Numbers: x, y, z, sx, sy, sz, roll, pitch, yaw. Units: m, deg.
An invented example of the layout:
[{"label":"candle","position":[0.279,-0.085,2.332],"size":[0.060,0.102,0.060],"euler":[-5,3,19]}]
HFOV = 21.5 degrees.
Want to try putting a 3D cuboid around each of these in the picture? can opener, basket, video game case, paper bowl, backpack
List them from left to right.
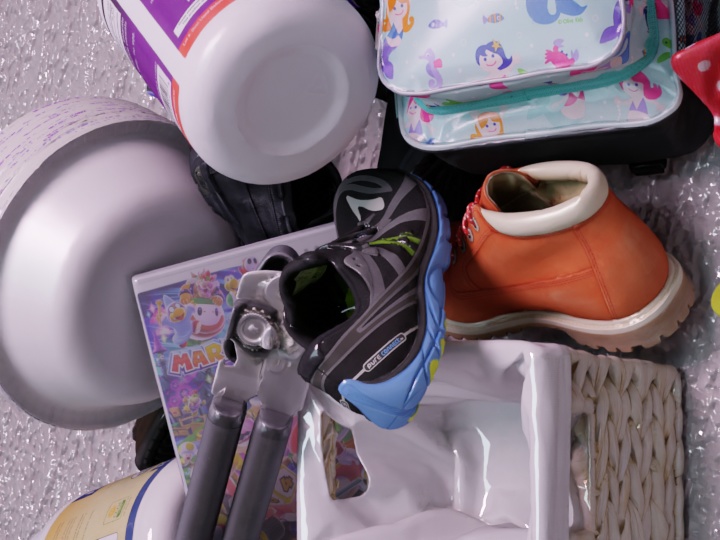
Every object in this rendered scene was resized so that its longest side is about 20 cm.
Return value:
[{"label":"paper bowl","position":[-0.152,0.001,1.164],"size":[0.104,0.199,0.203],"euler":[25,107,46]},{"label":"can opener","position":[-0.063,0.084,1.087],"size":[0.067,0.053,0.202],"euler":[-80,6,-67]},{"label":"video game case","position":[-0.044,0.083,1.129],"size":[0.018,0.142,0.202],"euler":[-147,42,-77]},{"label":"basket","position":[0.070,0.109,1.038],"size":[0.199,0.123,0.137],"euler":[-4,84,50]},{"label":"backpack","position":[0.096,-0.161,1.002],"size":[0.176,0.150,0.202],"euler":[-5,75,27]}]

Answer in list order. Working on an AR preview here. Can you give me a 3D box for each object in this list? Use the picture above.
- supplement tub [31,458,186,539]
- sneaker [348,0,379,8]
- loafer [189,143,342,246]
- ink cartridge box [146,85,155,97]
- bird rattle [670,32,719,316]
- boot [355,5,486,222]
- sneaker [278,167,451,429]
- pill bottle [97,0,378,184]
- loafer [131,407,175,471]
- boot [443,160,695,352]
[{"label":"supplement tub","position":[-0.131,0.205,1.249],"size":[0.199,0.143,0.146],"euler":[-24,69,47]},{"label":"sneaker","position":[0.030,-0.239,1.135],"size":[0.099,0.070,0.202],"euler":[4,65,29]},{"label":"loafer","position":[-0.042,-0.038,1.157],"size":[0.070,0.201,0.069],"euler":[-7,62,15]},{"label":"ink cartridge box","position":[-0.100,-0.157,1.276],"size":[0.198,0.043,0.202],"euler":[-157,72,-70]},{"label":"bird rattle","position":[0.241,-0.048,0.891],"size":[0.162,0.112,0.202],"euler":[-13,65,38]},{"label":"boot","position":[0.001,-0.117,1.176],"size":[0.200,0.065,0.166],"euler":[35,104,41]},{"label":"sneaker","position":[0.000,0.000,0.996],"size":[0.071,0.082,0.200],"euler":[-59,16,31]},{"label":"pill bottle","position":[-0.077,-0.140,1.047],"size":[0.200,0.112,0.113],"euler":[52,126,47]},{"label":"loafer","position":[-0.100,0.053,1.298],"size":[0.201,0.073,0.071],"euler":[-59,43,18]},{"label":"boot","position":[0.079,-0.018,1.037],"size":[0.199,0.107,0.075],"euler":[1,50,47]}]
